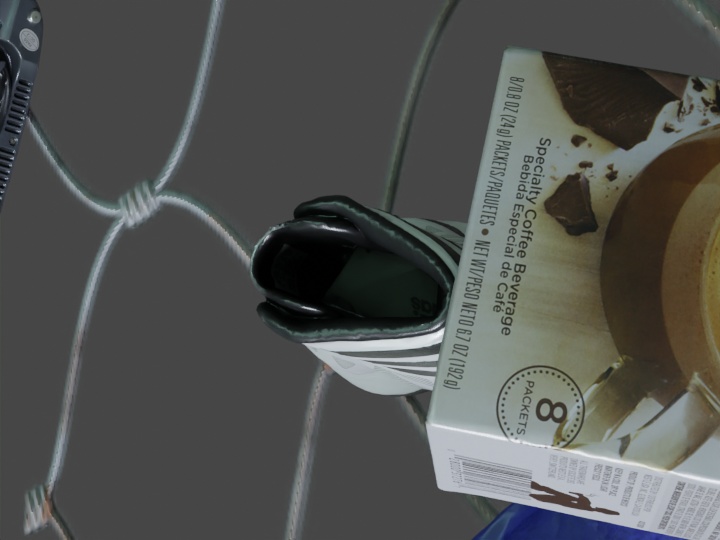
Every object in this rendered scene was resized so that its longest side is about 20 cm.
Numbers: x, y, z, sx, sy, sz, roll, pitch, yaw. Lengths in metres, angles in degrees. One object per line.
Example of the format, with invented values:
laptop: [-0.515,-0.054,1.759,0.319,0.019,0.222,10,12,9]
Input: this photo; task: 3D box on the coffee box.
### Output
coffee box: [0.126,0.019,0.434,0.197,0.080,0.114,10,71,9]

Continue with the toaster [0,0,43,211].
toaster: [-0.259,-0.079,0.848,0.128,0.113,0.203,14,90,46]

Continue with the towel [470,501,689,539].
towel: [0.126,0.125,0.504,0.148,0.049,0.201,-53,49,22]

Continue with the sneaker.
sneaker: [0.000,0.000,0.575,0.200,0.115,0.077,12,78,59]
